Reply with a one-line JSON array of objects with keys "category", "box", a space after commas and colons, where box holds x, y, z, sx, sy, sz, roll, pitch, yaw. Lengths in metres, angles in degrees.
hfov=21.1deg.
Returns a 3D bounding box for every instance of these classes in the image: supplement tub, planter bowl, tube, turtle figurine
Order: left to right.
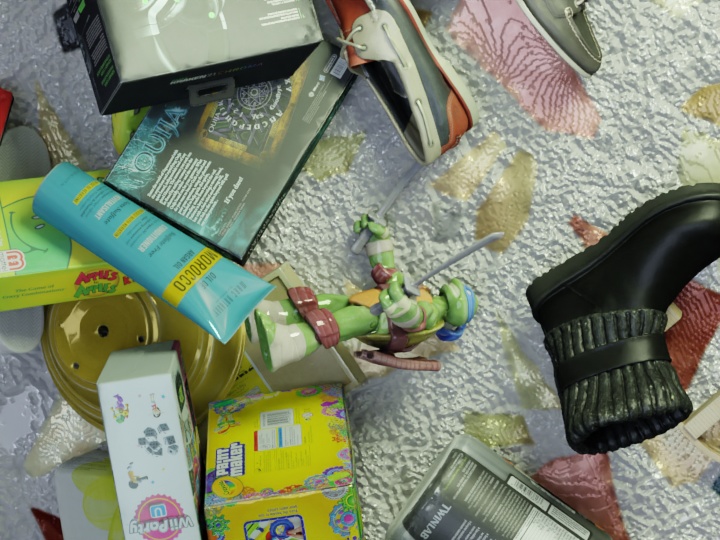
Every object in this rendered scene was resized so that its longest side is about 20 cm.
[{"category": "planter bowl", "box": [-0.205, 0.050, 1.664, 0.200, 0.083, 0.201, 0, 91, 19]}, {"category": "tube", "box": [-0.170, -0.015, 1.555, 0.200, 0.077, 0.050, 32, 143, 11]}, {"category": "turtle figurine", "box": [0.000, 0.000, 1.591, 0.193, 0.200, 0.144, -14, 56, -13]}, {"category": "supplement tub", "box": [0.131, 0.240, 1.637, 0.200, 0.123, 0.123, 36, 107, 2]}]

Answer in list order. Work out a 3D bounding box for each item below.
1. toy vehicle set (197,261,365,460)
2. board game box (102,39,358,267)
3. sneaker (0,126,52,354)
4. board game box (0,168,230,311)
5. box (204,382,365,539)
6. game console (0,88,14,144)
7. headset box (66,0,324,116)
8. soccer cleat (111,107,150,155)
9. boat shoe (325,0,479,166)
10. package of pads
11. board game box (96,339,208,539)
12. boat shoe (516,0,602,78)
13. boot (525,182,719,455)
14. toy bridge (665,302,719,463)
[{"category": "toy vehicle set", "box": [-0.112, 0.096, 1.705, 0.200, 0.027, 0.124, -32, 94, 16]}, {"category": "board game box", "box": [-0.105, -0.121, 1.605, 0.135, 0.028, 0.200, 29, 77, 7]}, {"category": "sneaker", "box": [-0.330, -0.022, 1.700, 0.115, 0.074, 0.201, -11, 72, 45]}, {"category": "board game box", "box": [-0.217, -0.031, 1.616, 0.199, 0.102, 0.048, -8, 143, -16]}, {"category": "box", "box": [-0.055, 0.227, 1.608, 0.122, 0.200, 0.193, -8, 110, 0]}, {"category": "game console", "box": [-0.356, -0.062, 1.636, 0.031, 0.200, 0.177, 31, 109, -16]}, {"category": "headset box", "box": [-0.142, -0.232, 1.542, 0.174, 0.093, 0.201, -15, 83, -21]}, {"category": "soccer cleat", "box": [-0.196, -0.194, 1.651, 0.084, 0.065, 0.201, 16, 111, 37]}, {"category": "boat shoe", "box": [0.018, -0.179, 1.581, 0.063, 0.071, 0.200, -42, 104, -22]}, {"category": "package of pads", "box": [-0.189, 0.261, 1.713, 0.154, 0.068, 0.201, 0, 103, 37]}, {"category": "board game box", "box": [-0.159, 0.169, 1.553, 0.064, 0.148, 0.201, -9, 99, 0]}, {"category": "boat shoe", "box": [0.144, -0.248, 1.555, 0.057, 0.067, 0.200, -35, 90, 21]}, {"category": "boot", "box": [0.238, 0.042, 1.553, 0.211, 0.079, 0.158, -36, 49, 24]}, {"category": "toy bridge", "box": [0.297, 0.115, 1.623, 0.067, 0.027, 0.200, -43, 90, 17]}]
